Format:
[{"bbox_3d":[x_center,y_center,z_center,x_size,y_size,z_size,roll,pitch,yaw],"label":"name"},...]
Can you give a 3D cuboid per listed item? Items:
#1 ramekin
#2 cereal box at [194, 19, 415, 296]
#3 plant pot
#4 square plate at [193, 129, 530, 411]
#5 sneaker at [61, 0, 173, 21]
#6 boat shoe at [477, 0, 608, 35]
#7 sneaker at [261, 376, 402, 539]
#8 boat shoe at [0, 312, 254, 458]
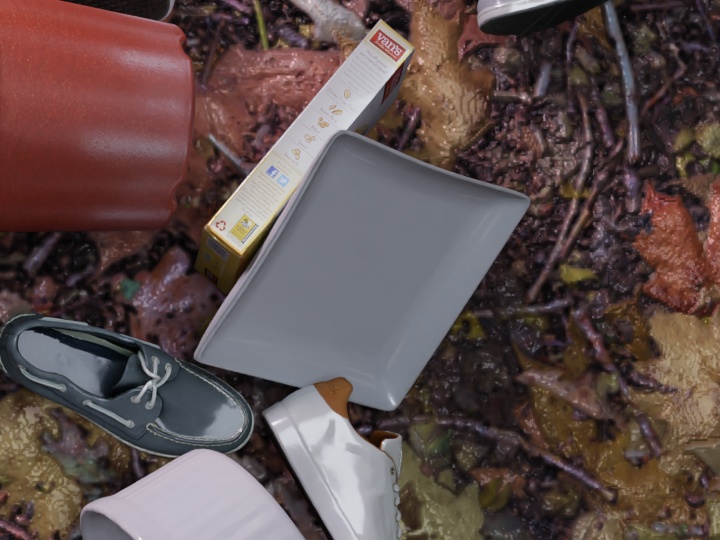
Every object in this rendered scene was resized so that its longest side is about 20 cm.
[{"bbox_3d":[-0.098,0.221,1.657,0.098,0.200,0.201,-34,92,-22],"label":"ramekin"},{"bbox_3d":[-0.041,-0.079,1.727,0.039,0.144,0.200,40,77,3],"label":"cereal box"},{"bbox_3d":[-0.227,-0.109,1.675,0.194,0.201,0.202,4,82,-21],"label":"plant pot"},{"bbox_3d":[0.000,0.000,1.708,0.199,0.028,0.199,17,113,-41],"label":"square plate"},{"bbox_3d":[-0.228,-0.239,1.748,0.199,0.073,0.085,15,49,-4],"label":"sneaker"},{"bbox_3d":[0.169,-0.237,1.833,0.201,0.074,0.065,-25,83,-18],"label":"boat shoe"},{"bbox_3d":[0.010,0.169,1.732,0.084,0.073,0.201,-30,104,-10],"label":"sneaker"},{"bbox_3d":[-0.168,0.084,1.721,0.199,0.062,0.073,23,79,-9],"label":"boat shoe"}]
